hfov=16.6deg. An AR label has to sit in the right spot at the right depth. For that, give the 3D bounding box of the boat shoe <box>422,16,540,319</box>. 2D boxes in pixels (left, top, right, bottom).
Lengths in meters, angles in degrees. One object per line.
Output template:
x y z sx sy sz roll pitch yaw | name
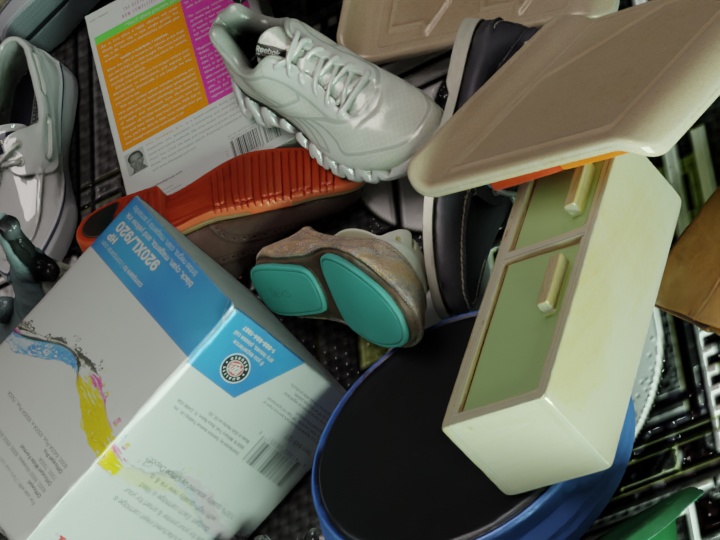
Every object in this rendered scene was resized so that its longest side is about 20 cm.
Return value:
0.081 -0.066 1.539 0.062 0.073 0.202 3 69 17 | boat shoe

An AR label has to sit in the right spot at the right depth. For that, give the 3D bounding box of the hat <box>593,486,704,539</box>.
0.142 0.241 1.317 0.199 0.166 0.177 -33 84 12 | hat

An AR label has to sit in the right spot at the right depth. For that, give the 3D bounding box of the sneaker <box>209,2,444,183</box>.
-0.026 -0.118 1.613 0.199 0.081 0.075 25 69 40 | sneaker

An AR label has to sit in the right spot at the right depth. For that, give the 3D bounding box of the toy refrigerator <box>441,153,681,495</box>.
0.113 0.020 1.384 0.076 0.070 0.201 -19 36 39 | toy refrigerator

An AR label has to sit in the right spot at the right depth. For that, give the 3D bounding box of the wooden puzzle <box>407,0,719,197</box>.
0.145 -0.105 1.434 0.199 0.037 0.185 -6 32 50 | wooden puzzle

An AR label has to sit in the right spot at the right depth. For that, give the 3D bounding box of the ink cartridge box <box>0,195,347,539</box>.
-0.136 0.093 1.548 0.200 0.147 0.145 -47 45 1 | ink cartridge box

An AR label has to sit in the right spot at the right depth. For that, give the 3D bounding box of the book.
-0.114 -0.129 1.747 0.133 0.048 0.201 -28 50 15 | book

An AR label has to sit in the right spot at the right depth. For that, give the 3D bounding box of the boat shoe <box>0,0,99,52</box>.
-0.205 -0.245 1.870 0.200 0.072 0.062 -38 49 15 | boat shoe

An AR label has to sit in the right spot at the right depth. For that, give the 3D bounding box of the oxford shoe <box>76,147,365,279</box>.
-0.086 -0.028 1.654 0.198 0.073 0.071 -14 30 10 | oxford shoe

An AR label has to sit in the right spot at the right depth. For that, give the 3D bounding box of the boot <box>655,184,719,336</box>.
0.227 -0.062 1.452 0.188 0.068 0.201 32 92 38 | boot

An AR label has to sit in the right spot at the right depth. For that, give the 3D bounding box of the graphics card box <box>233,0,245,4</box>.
-0.066 -0.260 1.729 0.125 0.051 0.200 -34 23 -1 | graphics card box

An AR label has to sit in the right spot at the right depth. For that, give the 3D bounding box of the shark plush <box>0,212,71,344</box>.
-0.222 0.034 1.637 0.082 0.200 0.092 2 71 2 | shark plush

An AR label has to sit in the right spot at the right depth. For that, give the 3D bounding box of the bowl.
0.060 0.103 1.436 0.199 0.039 0.202 -21 39 18 | bowl

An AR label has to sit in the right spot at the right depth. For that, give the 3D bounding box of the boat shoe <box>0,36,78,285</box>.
-0.251 -0.080 1.802 0.073 0.065 0.201 -23 51 23 | boat shoe

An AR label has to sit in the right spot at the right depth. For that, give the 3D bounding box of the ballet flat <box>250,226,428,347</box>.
0.000 0.000 1.538 0.067 0.068 0.200 -32 23 -22 | ballet flat

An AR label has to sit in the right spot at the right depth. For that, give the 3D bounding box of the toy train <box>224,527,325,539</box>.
-0.013 0.178 1.483 0.199 0.034 0.046 -11 69 31 | toy train

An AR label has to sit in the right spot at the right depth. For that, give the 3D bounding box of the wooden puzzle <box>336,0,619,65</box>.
0.091 -0.224 1.655 0.199 0.046 0.187 -6 60 29 | wooden puzzle
